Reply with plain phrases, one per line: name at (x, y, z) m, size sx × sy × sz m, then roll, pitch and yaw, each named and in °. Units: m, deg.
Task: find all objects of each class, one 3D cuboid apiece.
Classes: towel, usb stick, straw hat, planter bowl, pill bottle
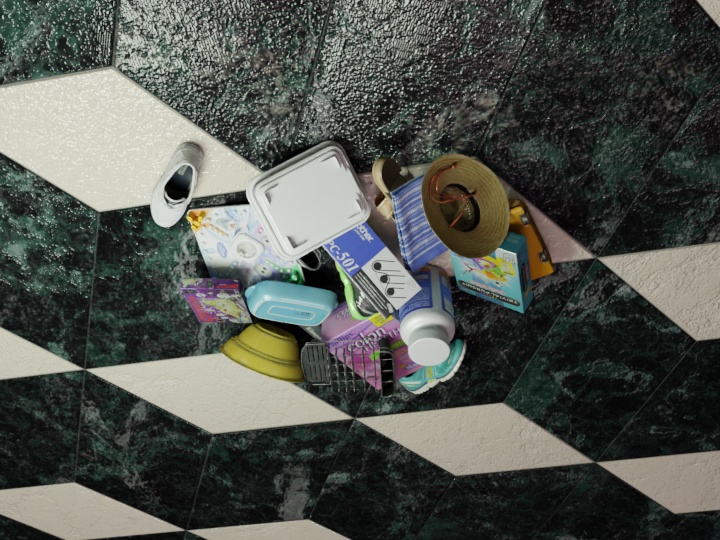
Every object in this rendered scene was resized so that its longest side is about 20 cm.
towel at (0.132, -0.100, 1.598) m, size 0.145 × 0.024 × 0.200 m, roll -31°, pitch 135°, yaw -18°
usb stick at (-0.096, 0.128, 1.853) m, size 0.055 × 0.033 × 0.200 m, roll -22°, pitch 130°, yaw 34°
straw hat at (0.172, -0.113, 1.542) m, size 0.201 × 0.201 × 0.085 m, roll 28°, pitch 158°, yaw -23°
planter bowl at (-0.199, 0.167, 1.828) m, size 0.200 × 0.200 × 0.084 m, roll 21°, pitch 94°, yaw -18°
pill bottle at (0.134, 0.093, 1.705) m, size 0.112 × 0.200 × 0.112 m, roll 1°, pitch 133°, yaw 1°

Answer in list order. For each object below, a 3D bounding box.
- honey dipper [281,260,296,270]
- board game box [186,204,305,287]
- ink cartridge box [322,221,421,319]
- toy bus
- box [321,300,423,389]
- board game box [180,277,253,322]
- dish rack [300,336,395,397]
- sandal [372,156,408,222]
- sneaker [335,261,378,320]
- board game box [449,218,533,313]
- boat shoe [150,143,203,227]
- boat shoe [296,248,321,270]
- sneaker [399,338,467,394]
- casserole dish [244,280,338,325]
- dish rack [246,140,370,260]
honey dipper at (-0.097, -0.075, 1.660) m, size 0.038 × 0.038 × 0.200 m, roll 25°, pitch 130°, yaw -21°
board game box at (-0.229, -0.041, 1.674) m, size 0.200 × 0.026 × 0.200 m, roll -3°, pitch 126°, yaw 14°
ink cartridge box at (0.018, -0.011, 1.621) m, size 0.094 × 0.044 × 0.200 m, roll -41°, pitch 100°, yaw -2°
toy bus at (0.318, -0.064, 1.639) m, size 0.065 × 0.078 × 0.200 m, roll -20°, pitch 130°, yaw 19°
box at (0.045, 0.143, 1.823) m, size 0.176 × 0.097 × 0.200 m, roll -30°, pitch 125°, yaw 26°
board game box at (-0.296, 0.065, 1.749) m, size 0.120 × 0.032 × 0.200 m, roll 5°, pitch 157°, yaw 4°
dish rack at (-0.027, 0.206, 1.781) m, size 0.200 × 0.055 × 0.154 m, roll -2°, pitch 133°, yaw 3°
sandal at (0.055, -0.143, 1.589) m, size 0.070 × 0.078 × 0.212 m, roll 15°, pitch 153°, yaw 34°
sneaker at (0.000, 0.000, 1.683) m, size 0.084 × 0.077 × 0.200 m, roll -13°, pitch 110°, yaw 9°
board game box at (0.254, -0.011, 1.638) m, size 0.151 × 0.047 × 0.200 m, roll 21°, pitch 152°, yaw 28°
boat shoe at (-0.354, -0.148, 1.578) m, size 0.074 × 0.065 × 0.200 m, roll 16°, pitch 131°, yaw -14°
boat shoe at (-0.121, -0.082, 1.586) m, size 0.073 × 0.063 × 0.200 m, roll -30°, pitch 127°, yaw -9°
sneaker at (0.162, 0.215, 1.908) m, size 0.080 × 0.078 × 0.200 m, roll 38°, pitch 123°, yaw -19°
casserole dish at (-0.141, 0.072, 1.724) m, size 0.200 × 0.039 × 0.121 m, roll 10°, pitch 149°, yaw -23°
dish rack at (-0.089, -0.126, 1.528) m, size 0.200 × 0.044 × 0.172 m, roll -29°, pitch 105°, yaw -8°
